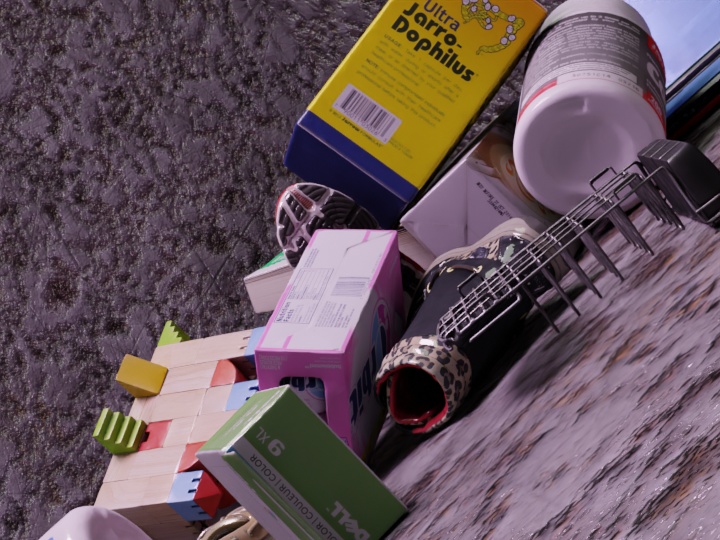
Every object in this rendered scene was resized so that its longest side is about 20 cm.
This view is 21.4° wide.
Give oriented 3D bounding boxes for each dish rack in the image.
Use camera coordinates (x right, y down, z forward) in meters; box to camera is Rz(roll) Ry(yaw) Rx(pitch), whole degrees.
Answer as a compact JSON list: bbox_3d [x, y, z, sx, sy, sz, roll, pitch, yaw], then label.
[{"bbox_3d":[0.134,-0.009,1.177,0.200,0.055,0.153,-38,2,4],"label":"dish rack"}]

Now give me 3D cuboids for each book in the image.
[{"bbox_3d":[0.014,-0.019,1.642,0.199,0.048,0.134,-17,9,20],"label":"book"}]

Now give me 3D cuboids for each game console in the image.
[{"bbox_3d":[0.250,-0.184,1.594,0.200,0.119,0.172,-43,3,18],"label":"game console"}]

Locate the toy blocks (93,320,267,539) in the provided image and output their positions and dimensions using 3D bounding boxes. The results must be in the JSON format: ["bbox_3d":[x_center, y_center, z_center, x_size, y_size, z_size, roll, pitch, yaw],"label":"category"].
[{"bbox_3d":[-0.111,0.122,1.411,0.136,0.100,0.201,-11,46,36],"label":"toy blocks"}]

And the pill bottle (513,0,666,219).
[{"bbox_3d":[0.181,-0.134,1.480,0.114,0.114,0.200,-41,17,27],"label":"pill bottle"}]

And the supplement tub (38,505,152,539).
[{"bbox_3d":[-0.216,0.268,1.288,0.200,0.132,0.132,-43,3,11],"label":"supplement tub"}]

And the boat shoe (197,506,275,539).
[{"bbox_3d":[-0.093,0.196,1.306,0.073,0.063,0.201,-42,3,16],"label":"boat shoe"}]

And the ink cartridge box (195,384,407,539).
[{"bbox_3d":[-0.035,0.126,1.147,0.059,0.104,0.200,-44,3,-12],"label":"ink cartridge box"}]

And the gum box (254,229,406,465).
[{"bbox_3d":[-0.018,0.064,1.371,0.066,0.114,0.200,1,27,13],"label":"gum box"}]

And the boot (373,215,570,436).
[{"bbox_3d":[0.053,0.053,1.343,0.154,0.073,0.204,-49,4,-31],"label":"boot"}]

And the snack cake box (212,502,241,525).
[{"bbox_3d":[-0.118,0.200,1.549,0.115,0.067,0.200,-45,3,-13],"label":"snack cake box"}]

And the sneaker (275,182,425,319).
[{"bbox_3d":[0.000,0.000,1.516,0.077,0.200,0.085,-49,27,-1],"label":"sneaker"}]

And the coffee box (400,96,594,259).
[{"bbox_3d":[0.120,-0.052,1.517,0.080,0.114,0.200,-43,2,25],"label":"coffee box"}]

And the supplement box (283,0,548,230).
[{"bbox_3d":[0.043,-0.144,1.511,0.200,0.109,0.109,-54,-2,-16],"label":"supplement box"}]
